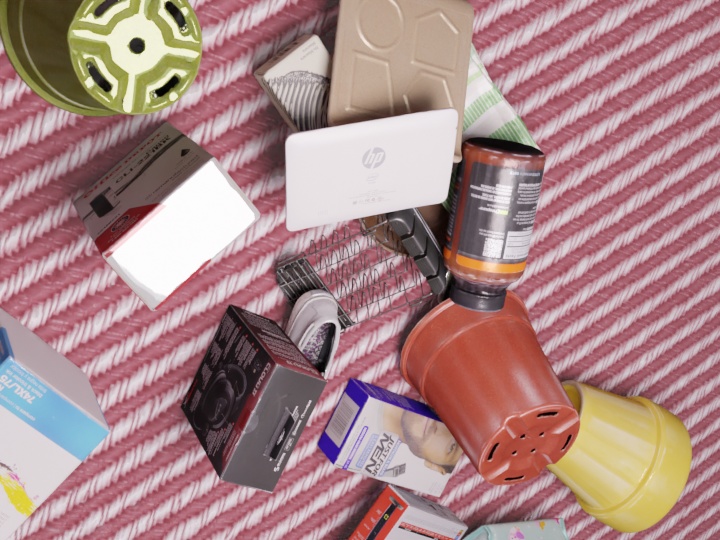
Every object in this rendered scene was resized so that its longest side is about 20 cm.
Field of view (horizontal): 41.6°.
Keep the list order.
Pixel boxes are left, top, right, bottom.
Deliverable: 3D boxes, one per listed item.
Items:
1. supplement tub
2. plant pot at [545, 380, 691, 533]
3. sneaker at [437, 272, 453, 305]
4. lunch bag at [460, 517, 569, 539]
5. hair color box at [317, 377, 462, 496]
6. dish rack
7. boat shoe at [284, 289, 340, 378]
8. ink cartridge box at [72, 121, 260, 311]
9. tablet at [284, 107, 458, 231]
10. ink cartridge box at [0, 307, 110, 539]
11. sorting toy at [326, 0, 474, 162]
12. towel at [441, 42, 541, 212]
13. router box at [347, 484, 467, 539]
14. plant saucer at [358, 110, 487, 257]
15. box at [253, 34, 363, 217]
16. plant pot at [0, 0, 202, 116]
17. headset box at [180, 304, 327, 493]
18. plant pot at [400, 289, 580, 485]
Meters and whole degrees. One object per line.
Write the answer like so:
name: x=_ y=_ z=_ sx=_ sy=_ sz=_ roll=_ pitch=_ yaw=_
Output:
supplement tub: x=0.159 y=-0.055 z=1.161 sx=0.106 sy=0.107 sz=0.203 roll=0 pitch=108 yaw=-28
plant pot: x=0.365 y=0.268 z=1.443 sx=0.187 sy=0.201 sz=0.202 roll=29 pitch=95 yaw=-17
sneaker: x=0.157 y=-0.034 z=1.271 sx=0.070 sy=0.073 sz=0.203 roll=2 pitch=109 yaw=-34
lunch bag: x=0.216 y=0.470 z=1.473 sx=0.168 sy=0.123 sz=0.200 roll=3 pitch=145 yaw=-30
hair color box: x=0.050 y=0.237 z=1.330 sx=0.198 sy=0.065 sz=0.110 roll=23 pitch=98 yaw=-34
dish rack: x=0.000 y=0.000 z=1.190 sx=0.198 sy=0.055 sz=0.154 roll=-23 pitch=127 yaw=17
boat shoe: x=-0.068 y=0.122 z=1.195 sx=0.071 sy=0.069 sz=0.202 roll=12 pitch=121 yaw=-26
ink cartridge box: x=-0.209 y=-0.064 z=0.991 sx=0.144 sy=0.200 sz=0.084 roll=-42 pitch=119 yaw=-7
tablet: x=0.012 y=-0.111 z=1.050 sx=0.197 sy=0.014 sz=0.131 roll=-12 pitch=135 yaw=-17
ink cartridge box: x=-0.401 y=0.175 z=1.015 sx=0.200 sy=0.147 sz=0.146 roll=-46 pitch=124 yaw=-5
sorting toy: x=0.046 y=-0.235 z=1.079 sx=0.183 sy=0.036 sz=0.203 roll=8 pitch=82 yaw=-32
towel: x=0.130 y=-0.166 z=1.182 sx=0.152 sy=0.023 sz=0.200 roll=-44 pitch=118 yaw=-3
router box: x=0.049 y=0.414 z=1.372 sx=0.180 sy=0.049 sz=0.200 roll=-53 pitch=142 yaw=0
plant saucer: x=0.076 y=-0.118 z=1.209 sx=0.197 sy=0.037 sz=0.204 roll=-8 pitch=110 yaw=-21
box: x=-0.034 y=-0.167 z=1.097 sx=0.082 sy=0.068 sz=0.201 roll=-38 pitch=110 yaw=-6
plant pot: x=-0.235 y=-0.231 z=0.915 sx=0.197 sy=0.190 sz=0.203 roll=-10 pitch=113 yaw=-24
headset box: x=-0.127 y=0.152 z=1.119 sx=0.077 sy=0.200 sz=0.150 roll=22 pitch=98 yaw=-32
plant pot: x=0.180 y=0.161 z=1.257 sx=0.198 sy=0.196 sz=0.203 roll=-14 pitch=133 yaw=-16
